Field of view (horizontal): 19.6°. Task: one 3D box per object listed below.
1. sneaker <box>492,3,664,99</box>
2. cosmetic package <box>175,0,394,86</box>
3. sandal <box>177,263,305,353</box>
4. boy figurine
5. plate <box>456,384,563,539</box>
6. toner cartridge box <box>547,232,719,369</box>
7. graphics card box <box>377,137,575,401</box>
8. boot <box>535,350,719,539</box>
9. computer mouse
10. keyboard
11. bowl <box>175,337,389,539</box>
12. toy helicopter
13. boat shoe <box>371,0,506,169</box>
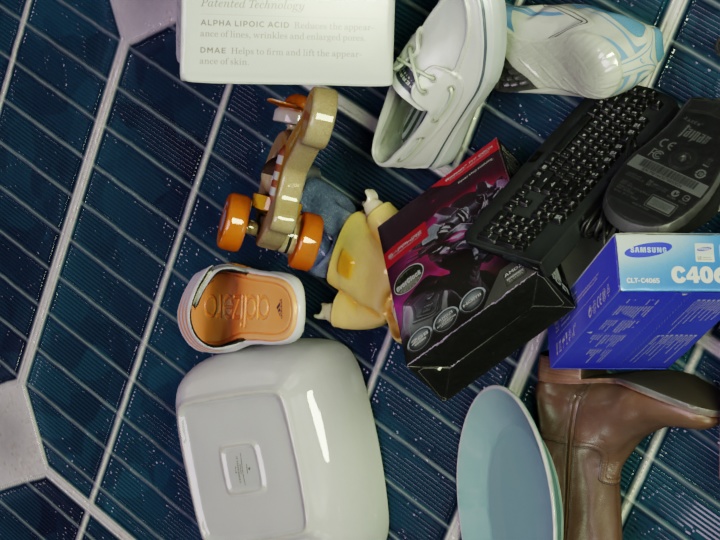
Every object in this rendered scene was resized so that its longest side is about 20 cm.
[{"bbox_3d":[0.147,-0.171,1.586,0.200,0.072,0.072,20,123,49],"label":"sneaker"},{"bbox_3d":[-0.060,-0.252,1.625,0.165,0.165,0.201,0,101,-7],"label":"cosmetic package"},{"bbox_3d":[-0.116,0.029,1.790,0.207,0.059,0.079,-7,82,60],"label":"sandal"},{"bbox_3d":[0.000,0.000,1.727,0.200,0.064,0.125,43,119,28],"label":"boy figurine"},{"bbox_3d":[0.122,0.189,1.642,0.200,0.026,0.201,177,90,-72],"label":"plate"},{"bbox_3d":[0.201,0.025,1.485,0.200,0.095,0.043,117,151,-70],"label":"toner cartridge box"},{"bbox_3d":[0.083,-0.004,1.570,0.125,0.051,0.200,-36,30,16],"label":"graphics card box"},{"bbox_3d":[0.201,0.173,1.597,0.186,0.064,0.201,14,104,50],"label":"boot"},{"bbox_3d":[0.269,-0.075,1.452,0.140,0.200,0.046,23,151,32],"label":"computer mouse"},{"bbox_3d":[0.165,-0.077,1.504,0.104,0.200,0.040,20,143,30],"label":"keyboard"},{"bbox_3d":[-0.080,0.164,1.814,0.199,0.075,0.201,-10,90,38],"label":"bowl"},{"bbox_3d":[-0.049,-0.094,1.641,0.200,0.079,0.133,125,157,-63],"label":"toy helicopter"},{"bbox_3d":[0.058,-0.146,1.608,0.074,0.067,0.200,56,148,34],"label":"boat shoe"}]
